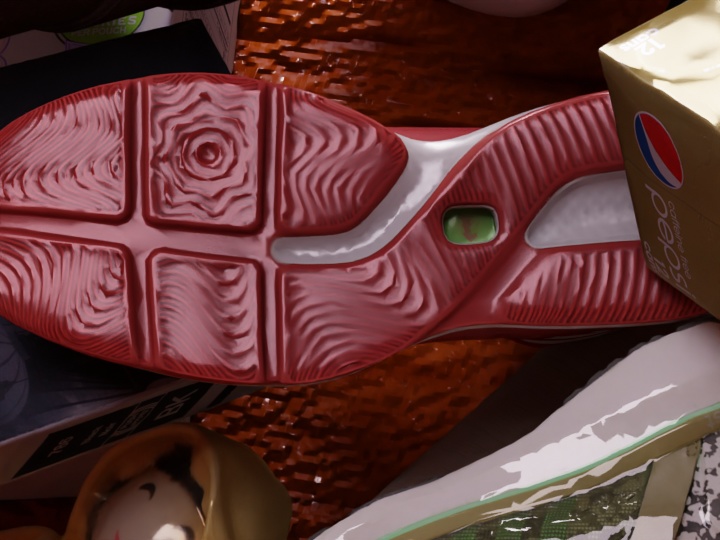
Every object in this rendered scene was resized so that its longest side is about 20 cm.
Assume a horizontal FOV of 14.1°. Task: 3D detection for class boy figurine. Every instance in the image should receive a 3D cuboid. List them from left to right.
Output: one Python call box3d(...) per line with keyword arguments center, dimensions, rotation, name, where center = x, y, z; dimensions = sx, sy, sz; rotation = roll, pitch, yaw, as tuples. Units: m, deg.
box3d(center=(-0.100, 0.116, 0.768), dimensions=(0.199, 0.065, 0.124), rotation=(-33, 47, -5), name="boy figurine")

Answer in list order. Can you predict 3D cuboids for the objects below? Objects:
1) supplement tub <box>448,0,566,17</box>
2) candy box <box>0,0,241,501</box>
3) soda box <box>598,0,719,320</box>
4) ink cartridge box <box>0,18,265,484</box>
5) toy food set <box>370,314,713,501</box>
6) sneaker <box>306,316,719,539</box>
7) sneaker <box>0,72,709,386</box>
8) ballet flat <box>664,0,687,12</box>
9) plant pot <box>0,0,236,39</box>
box3d(center=(0.070, -0.190, 0.877), dimensions=(0.145, 0.146, 0.200), rotation=(35, 71, 31), name="supplement tub")
box3d(center=(-0.129, -0.033, 0.868), dimensions=(0.166, 0.072, 0.201), rotation=(-4, 57, 12), name="candy box")
box3d(center=(0.157, -0.057, 0.668), dimensions=(0.199, 0.064, 0.068), rotation=(-30, 38, -17), name="soda box")
box3d(center=(-0.102, 0.004, 0.737), dimensions=(0.199, 0.039, 0.100), rotation=(-20, 75, -37), name="ink cartridge box")
box3d(center=(0.080, 0.100, 0.742), dimensions=(0.143, 0.061, 0.200), rotation=(-40, 48, -13), name="toy food set")
box3d(center=(0.044, 0.091, 0.679), dimensions=(0.199, 0.077, 0.089), rotation=(-34, 56, -4), name="sneaker")
box3d(center=(0.000, 0.000, 0.739), dimensions=(0.198, 0.116, 0.079), rotation=(3, 78, -3), name="sneaker")
box3d(center=(0.128, -0.082, 0.828), dimensions=(0.074, 0.074, 0.201), rotation=(20, 96, 26), name="ballet flat")
box3d(center=(-0.143, -0.129, 0.732), dimensions=(0.198, 0.201, 0.200), rotation=(-27, 51, -33), name="plant pot")
